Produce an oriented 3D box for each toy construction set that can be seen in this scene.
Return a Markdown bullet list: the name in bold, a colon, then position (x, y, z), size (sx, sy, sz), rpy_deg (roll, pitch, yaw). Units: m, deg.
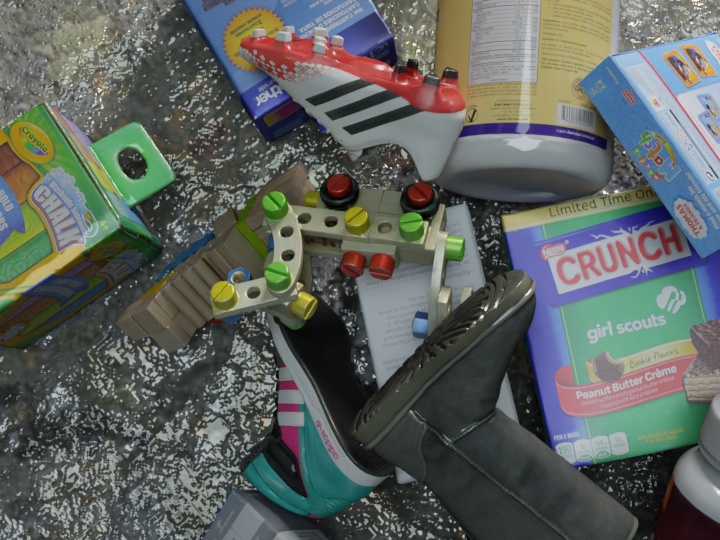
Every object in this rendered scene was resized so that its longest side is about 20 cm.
- **toy construction set**: position (0.000, 0.000, 0.763), size (0.199, 0.092, 0.132), rpy_deg (15, 60, 2)

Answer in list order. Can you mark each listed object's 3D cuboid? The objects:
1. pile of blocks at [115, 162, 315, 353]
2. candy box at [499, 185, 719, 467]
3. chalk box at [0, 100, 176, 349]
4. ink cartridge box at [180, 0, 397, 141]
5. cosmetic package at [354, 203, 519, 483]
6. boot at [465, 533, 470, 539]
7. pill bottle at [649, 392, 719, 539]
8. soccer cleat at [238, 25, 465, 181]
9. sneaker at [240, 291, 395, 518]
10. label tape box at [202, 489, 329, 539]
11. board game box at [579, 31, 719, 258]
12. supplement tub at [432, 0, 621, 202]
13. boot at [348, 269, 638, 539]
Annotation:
- **pile of blocks**: position (-0.107, -0.002, 0.866), size (0.200, 0.082, 0.062), rpy_deg (-38, 111, 6)
- **candy box**: position (0.210, 0.041, 0.816), size (0.168, 0.077, 0.201), rpy_deg (-12, 80, 3)
- **chalk box**: position (-0.249, -0.044, 0.847), size (0.200, 0.124, 0.125), rpy_deg (-36, 80, 0)
- **ink cartridge box**: position (-0.060, -0.205, 0.879), size (0.136, 0.076, 0.200), rpy_deg (-32, 82, 0)
- **cosmetic package**: position (0.060, 0.059, 0.830), size (0.101, 0.071, 0.201), rpy_deg (-12, 80, 4)
- **boot**: position (0.095, 0.240, 0.800), size (0.197, 0.073, 0.163), rpy_deg (-3, 84, -2)
- **pill bottle**: position (0.264, 0.194, 0.733), size (0.114, 0.114, 0.201), rpy_deg (14, 110, 7)
- **soccer cleat**: position (-0.013, -0.128, 0.784), size (0.199, 0.069, 0.086), rpy_deg (21, 115, 25)
- **sneaker**: position (-0.050, 0.114, 0.831), size (0.121, 0.083, 0.200), rpy_deg (-51, 44, 28)
- **label tape box**: position (-0.051, 0.279, 0.768), size (0.200, 0.066, 0.144), rpy_deg (37, 98, 33)
- **board game box**: position (0.262, -0.102, 0.784), size (0.037, 0.200, 0.152), rpy_deg (-41, 77, 41)
- **supplement tub**: position (0.129, -0.164, 0.818), size (0.145, 0.145, 0.201), rpy_deg (3, 82, 6)
- **boot**: position (0.115, 0.120, 0.712), size (0.200, 0.073, 0.182), rpy_deg (41, 114, -4)
